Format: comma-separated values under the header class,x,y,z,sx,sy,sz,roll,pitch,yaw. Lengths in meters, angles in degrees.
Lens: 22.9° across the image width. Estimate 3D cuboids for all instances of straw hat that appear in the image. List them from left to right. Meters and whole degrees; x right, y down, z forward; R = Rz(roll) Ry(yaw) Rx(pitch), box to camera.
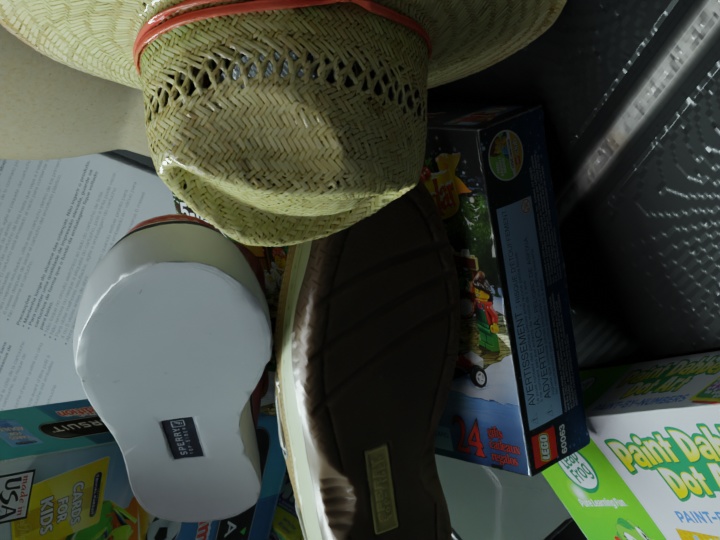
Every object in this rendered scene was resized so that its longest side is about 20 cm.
class,x,y,z,sx,sy,sz,roll,pitch,yaw
straw hat,-0.023,-0.055,0.569,0.201,0.200,0.086,124,145,-68

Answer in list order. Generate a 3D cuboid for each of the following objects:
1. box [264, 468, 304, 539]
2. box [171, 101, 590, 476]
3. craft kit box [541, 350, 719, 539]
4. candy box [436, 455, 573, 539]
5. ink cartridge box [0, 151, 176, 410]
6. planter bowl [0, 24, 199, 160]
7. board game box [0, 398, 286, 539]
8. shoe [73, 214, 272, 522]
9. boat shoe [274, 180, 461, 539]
class,x,y,z,sx,sy,sz,roll,pitch,yaw
box,-0.030,0.146,0.929,0.117,0.048,0.201,37,153,31
box,0.000,0.000,0.738,0.199,0.038,0.137,7,113,48
craft kit box,0.166,0.122,0.688,0.198,0.048,0.200,58,159,-5
candy box,0.013,0.094,0.921,0.168,0.071,0.200,50,159,6
ink cartridge box,-0.167,0.031,0.900,0.199,0.201,0.041,21,177,18
planter bowl,-0.112,-0.126,0.704,0.134,0.201,0.200,25,160,-6
board game box,-0.122,0.134,0.793,0.047,0.199,0.152,25,108,35
shoe,-0.070,0.016,0.691,0.200,0.071,0.091,90,174,-58
boat shoe,-0.008,0.046,0.690,0.076,0.071,0.201,37,132,55
